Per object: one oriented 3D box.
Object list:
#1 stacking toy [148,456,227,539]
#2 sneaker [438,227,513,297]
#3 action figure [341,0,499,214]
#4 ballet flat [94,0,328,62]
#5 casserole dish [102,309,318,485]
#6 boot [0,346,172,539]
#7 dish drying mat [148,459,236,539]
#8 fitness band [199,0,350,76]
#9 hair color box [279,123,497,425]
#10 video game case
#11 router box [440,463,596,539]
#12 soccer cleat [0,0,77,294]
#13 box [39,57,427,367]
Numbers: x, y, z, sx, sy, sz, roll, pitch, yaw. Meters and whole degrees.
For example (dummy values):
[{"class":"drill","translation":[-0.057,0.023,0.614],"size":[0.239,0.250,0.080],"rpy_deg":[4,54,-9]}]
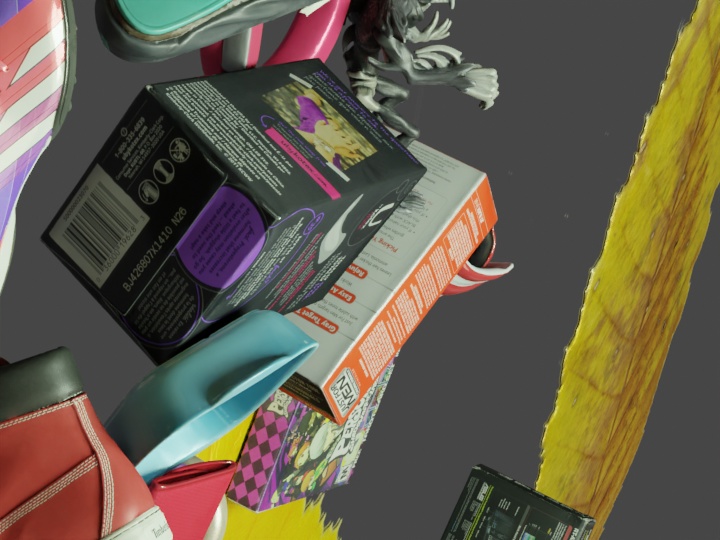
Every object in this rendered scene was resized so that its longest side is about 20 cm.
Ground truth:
[{"class":"stacking toy","translation":[-0.163,0.153,1.070],"size":[0.200,0.085,0.086],"rpy_deg":[15,99,-65]},{"class":"sneaker","translation":[0.070,-0.021,1.358],"size":[0.112,0.071,0.200],"rpy_deg":[-28,-170,22]},{"class":"action figure","translation":[0.031,-0.143,1.162],"size":[0.102,0.119,0.201],"rpy_deg":[-3,133,-17]},{"class":"ballet flat","translation":[-0.058,-0.162,0.929],"size":[0.200,0.073,0.073],"rpy_deg":[-28,143,-26]},{"class":"casserole dish","translation":[-0.097,0.077,0.978],"size":[0.121,0.039,0.200],"rpy_deg":[-31,172,-29]},{"class":"boot","translation":[-0.217,0.127,0.920],"size":[0.200,0.145,0.072],"rpy_deg":[-30,179,9]},{"class":"dish drying mat","translation":[-0.141,0.205,1.075],"size":[0.077,0.018,0.201],"rpy_deg":[-7,128,-54]},{"class":"fitness band","translation":[-0.043,-0.190,1.039],"size":[0.144,0.037,0.201],"rpy_deg":[-42,150,-53]},{"class":"hair color box","translation":[0.000,0.000,1.229],"size":[0.200,0.101,0.061],"rpy_deg":[-51,150,-19]},{"class":"video game case","translation":[-0.023,0.090,1.401],"size":[0.181,0.036,0.201],"rpy_deg":[-1,114,-67]},{"class":"router box","translation":[0.164,0.345,1.994],"size":[0.201,0.149,0.062],"rpy_deg":[-65,161,1]},{"class":"soccer cleat","translation":[-0.186,-0.057,0.788],"size":[0.073,0.068,0.201],"rpy_deg":[-14,128,-60]},{"class":"box","translation":[-0.068,-0.040,0.995],"size":[0.122,0.106,0.200],"rpy_deg":[-50,167,24]}]
